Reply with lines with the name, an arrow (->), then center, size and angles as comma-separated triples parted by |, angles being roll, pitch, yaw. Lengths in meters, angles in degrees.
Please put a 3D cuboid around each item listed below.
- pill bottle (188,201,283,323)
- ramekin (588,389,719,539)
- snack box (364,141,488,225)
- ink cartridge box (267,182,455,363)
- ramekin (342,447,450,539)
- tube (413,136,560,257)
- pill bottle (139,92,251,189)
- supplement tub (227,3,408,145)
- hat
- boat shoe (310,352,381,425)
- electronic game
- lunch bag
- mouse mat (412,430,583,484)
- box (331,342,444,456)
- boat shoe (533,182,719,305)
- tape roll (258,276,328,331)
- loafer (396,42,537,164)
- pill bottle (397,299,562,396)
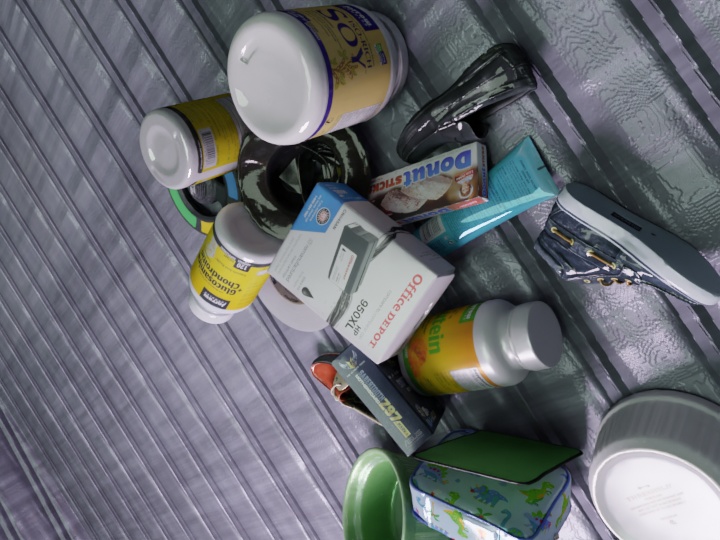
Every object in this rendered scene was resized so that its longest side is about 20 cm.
pill bottle -> -0.200, -0.004, 0.989 | 0.112, 0.112, 0.200 | 48, 132, 11
ramekin -> 0.366, 0.253, 0.751 | 0.201, 0.094, 0.204 | 18, 122, 32
snack box -> 0.079, -0.104, 0.836 | 0.199, 0.024, 0.072 | -13, 72, 45
ink cartridge box -> 0.000, 0.000, 0.831 | 0.200, 0.084, 0.145 | 38, 109, 16
ramekin -> 0.058, 0.387, 1.010 | 0.200, 0.097, 0.202 | -35, 49, 54
tube -> 0.150, -0.079, 0.802 | 0.200, 0.050, 0.078 | -35, 82, 40
pill bottle -> -0.209, -0.196, 0.931 | 0.111, 0.200, 0.112 | 17, 121, 32
supplement tub -> -0.045, -0.243, 0.774 | 0.145, 0.200, 0.146 | 18, 122, 32
hat -> -0.075, -0.141, 0.923 | 0.199, 0.081, 0.202 | 4, 107, 12
boat shoe -> -0.011, 0.197, 1.056 | 0.199, 0.062, 0.072 | 22, 125, 32
electronic game -> -0.276, -0.154, 1.116 | 0.199, 0.042, 0.201 | 18, 122, 32
lunch bag -> 0.183, 0.310, 0.887 | 0.199, 0.161, 0.083 | 14, 124, 36
mouse mat -> 0.182, 0.240, 0.832 | 0.160, 0.199, 0.008 | 2, 90, 39
box -> 0.046, 0.168, 0.909 | 0.051, 0.200, 0.158 | -43, 79, 6
boat shoe -> 0.291, -0.009, 0.708 | 0.200, 0.071, 0.091 | 41, 133, 25
tape roll -> -0.091, -0.006, 1.020 | 0.199, 0.066, 0.202 | 18, 122, 31
loafer -> 0.120, -0.182, 0.758 | 0.200, 0.068, 0.071 | -36, 76, 40
pill bottle -> 0.155, 0.100, 0.838 | 0.199, 0.111, 0.112 | -19, 98, 43
